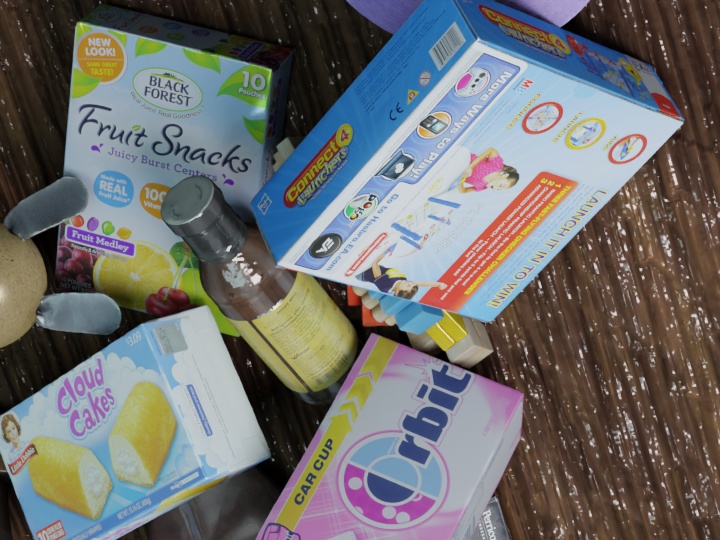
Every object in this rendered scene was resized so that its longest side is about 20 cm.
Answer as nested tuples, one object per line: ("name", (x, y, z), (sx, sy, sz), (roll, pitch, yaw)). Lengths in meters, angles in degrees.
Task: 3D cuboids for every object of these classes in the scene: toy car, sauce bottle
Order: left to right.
("toy car", (-0.263, 0.007, 1.552), (0.199, 0.158, 0.165), (-15, 97, 18))
("sauce bottle", (-0.064, 0.012, 1.492), (0.065, 0.065, 0.200), (-14, 138, 22))

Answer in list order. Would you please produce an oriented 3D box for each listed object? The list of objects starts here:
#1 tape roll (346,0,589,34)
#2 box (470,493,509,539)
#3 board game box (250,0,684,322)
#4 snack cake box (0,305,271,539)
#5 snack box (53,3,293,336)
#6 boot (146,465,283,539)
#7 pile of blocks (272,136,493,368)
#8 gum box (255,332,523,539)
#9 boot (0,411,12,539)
("tape roll", (0.066, -0.237, 1.382), (0.199, 0.066, 0.201), (7, 123, 11))
("box", (0.048, 0.260, 1.565), (0.141, 0.079, 0.201), (-19, 107, -9))
("board game box", (0.067, -0.068, 1.404), (0.200, 0.195, 0.056), (-47, 50, 26))
("snack cake box", (-0.164, 0.117, 1.563), (0.200, 0.067, 0.115), (-32, 80, 43))
("snack box", (-0.130, -0.067, 1.534), (0.142, 0.053, 0.201), (14, 116, 10))
("boot", (-0.132, 0.201, 1.645), (0.200, 0.072, 0.167), (-31, 91, 24))
("pile of blocks", (0.000, 0.000, 1.506), (0.062, 0.082, 0.200), (-38, 96, 29))
("gum box", (0.016, 0.153, 1.479), (0.113, 0.200, 0.066), (21, 150, 15))
("boot", (-0.354, 0.180, 1.654), (0.199, 0.187, 0.064), (4, 151, 12))
